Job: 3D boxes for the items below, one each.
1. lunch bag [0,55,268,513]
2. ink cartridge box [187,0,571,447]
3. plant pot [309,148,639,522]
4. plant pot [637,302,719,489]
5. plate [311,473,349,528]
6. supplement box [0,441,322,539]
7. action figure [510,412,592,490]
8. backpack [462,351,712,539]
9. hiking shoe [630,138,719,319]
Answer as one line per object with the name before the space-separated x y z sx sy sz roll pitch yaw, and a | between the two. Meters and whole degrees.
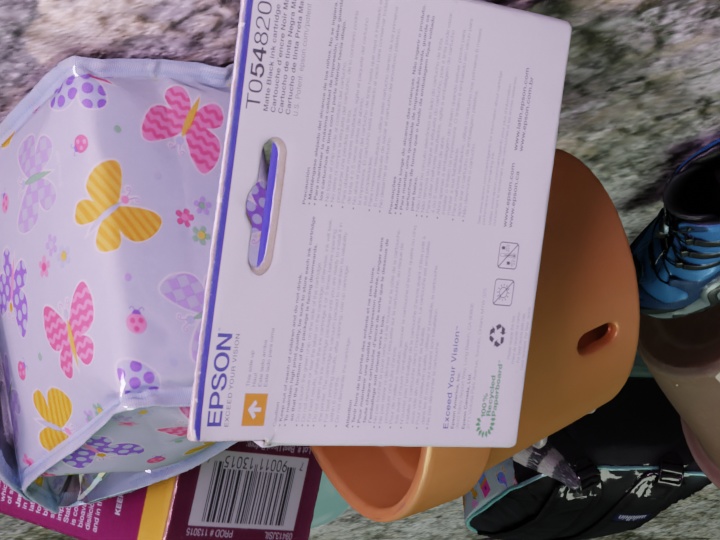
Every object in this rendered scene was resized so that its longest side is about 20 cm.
lunch bag | -0.124 0.014 1.036 0.126 0.171 0.200 -2 164 -31
ink cartridge box | 0.002 -0.024 0.940 0.199 0.201 0.040 6 -177 -44
plant pot | 0.050 0.016 1.129 0.139 0.202 0.200 -12 167 -23
plant pot | 0.270 0.048 1.443 0.199 0.202 0.174 -20 143 34
plate | -0.102 0.125 1.390 0.198 0.026 0.201 13 149 8
supplement box | -0.134 0.096 1.234 0.199 0.104 0.131 12 180 36
action figure | 0.037 0.082 1.339 0.192 0.105 0.200 6 -156 25
backpack | 0.162 0.131 1.676 0.174 0.154 0.200 -2 154 -18
hiking shoe | 0.200 -0.037 1.279 0.086 0.075 0.200 9 147 -31
